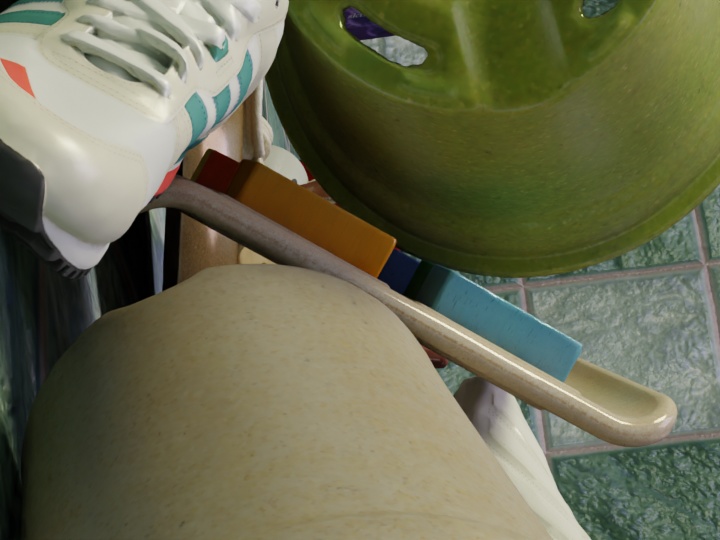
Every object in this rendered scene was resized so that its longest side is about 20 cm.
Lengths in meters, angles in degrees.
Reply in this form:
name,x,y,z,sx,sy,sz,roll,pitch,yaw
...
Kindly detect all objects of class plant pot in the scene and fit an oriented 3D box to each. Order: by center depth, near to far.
name,x,y,z,sx,sy,sz,roll,pitch,yaw
plant pot,-0.020,0.103,0.634,0.184,0.199,0.202,-113,-168,-54
plant pot,0.047,-0.104,0.750,0.184,0.199,0.202,25,58,-81
plant pot,-0.070,-0.029,0.989,0.200,0.027,0.202,-177,-90,-84

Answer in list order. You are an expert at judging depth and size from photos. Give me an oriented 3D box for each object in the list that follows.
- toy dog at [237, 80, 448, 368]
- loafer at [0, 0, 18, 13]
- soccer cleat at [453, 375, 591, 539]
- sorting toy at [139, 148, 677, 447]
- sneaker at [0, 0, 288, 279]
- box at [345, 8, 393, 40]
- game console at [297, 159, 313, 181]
name,x,y,z,sx,sy,sz,roll,pitch,yaw
toy dog,-0.014,0.001,1.020,0.132,0.096,0.201,102,-11,-50
loafer,-0.089,-0.110,0.653,0.200,0.070,0.074,72,12,-80
soccer cleat,0.069,0.120,0.849,0.201,0.077,0.070,-96,178,-46
sorting toy,0.000,0.000,0.793,0.037,0.199,0.185,-66,-167,0
sneaker,-0.062,-0.062,0.592,0.094,0.070,0.200,-53,-179,10
box,-0.048,-0.193,1.067,0.200,0.147,0.105,75,9,-69
game console,-0.029,0.015,1.341,0.173,0.118,0.201,-90,174,-70
